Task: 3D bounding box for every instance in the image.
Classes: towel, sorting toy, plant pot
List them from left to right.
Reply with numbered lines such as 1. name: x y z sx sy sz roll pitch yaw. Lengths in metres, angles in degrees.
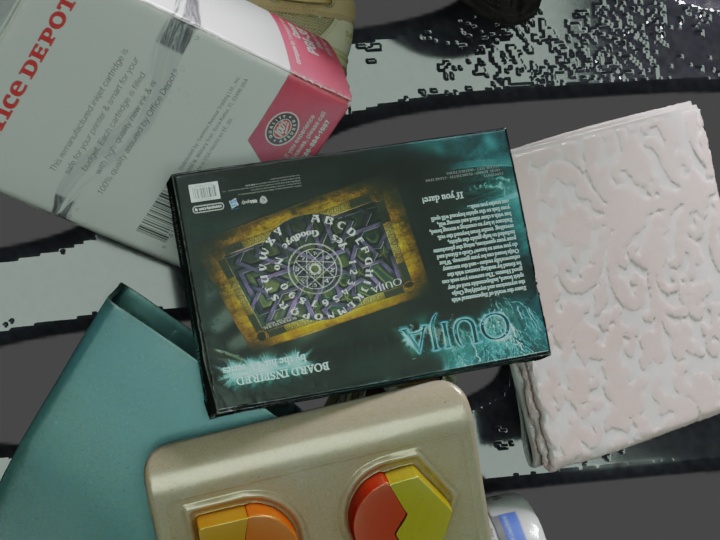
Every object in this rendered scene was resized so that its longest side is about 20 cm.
1. plant pot: -0.145 0.133 1.019 0.141 0.141 0.201 35 91 -6
2. sorting toy: -0.013 0.177 0.955 0.184 0.036 0.202 -13 105 -7
3. towel: 0.162 0.008 1.077 0.190 0.032 0.202 -15 95 -32

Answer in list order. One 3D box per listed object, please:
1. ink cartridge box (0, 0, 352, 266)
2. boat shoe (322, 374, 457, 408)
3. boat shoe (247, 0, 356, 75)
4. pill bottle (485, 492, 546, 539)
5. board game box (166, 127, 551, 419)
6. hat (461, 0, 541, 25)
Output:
1. ink cartridge box: -0.129 -0.100 0.988 0.199 0.083 0.147 24 117 -28
2. boat shoe: 0.028 0.060 1.018 0.074 0.068 0.201 14 102 -28
3. boat shoe: -0.100 -0.165 1.062 0.198 0.071 0.065 13 83 -18
4. pill bottle: 0.016 0.211 1.047 0.198 0.114 0.115 -11 91 -7
5. board game box: 0.000 0.000 0.964 0.198 0.028 0.136 -9 82 -15
6. hat: 0.054 -0.247 1.069 0.200 0.080 0.202 11 76 -52
